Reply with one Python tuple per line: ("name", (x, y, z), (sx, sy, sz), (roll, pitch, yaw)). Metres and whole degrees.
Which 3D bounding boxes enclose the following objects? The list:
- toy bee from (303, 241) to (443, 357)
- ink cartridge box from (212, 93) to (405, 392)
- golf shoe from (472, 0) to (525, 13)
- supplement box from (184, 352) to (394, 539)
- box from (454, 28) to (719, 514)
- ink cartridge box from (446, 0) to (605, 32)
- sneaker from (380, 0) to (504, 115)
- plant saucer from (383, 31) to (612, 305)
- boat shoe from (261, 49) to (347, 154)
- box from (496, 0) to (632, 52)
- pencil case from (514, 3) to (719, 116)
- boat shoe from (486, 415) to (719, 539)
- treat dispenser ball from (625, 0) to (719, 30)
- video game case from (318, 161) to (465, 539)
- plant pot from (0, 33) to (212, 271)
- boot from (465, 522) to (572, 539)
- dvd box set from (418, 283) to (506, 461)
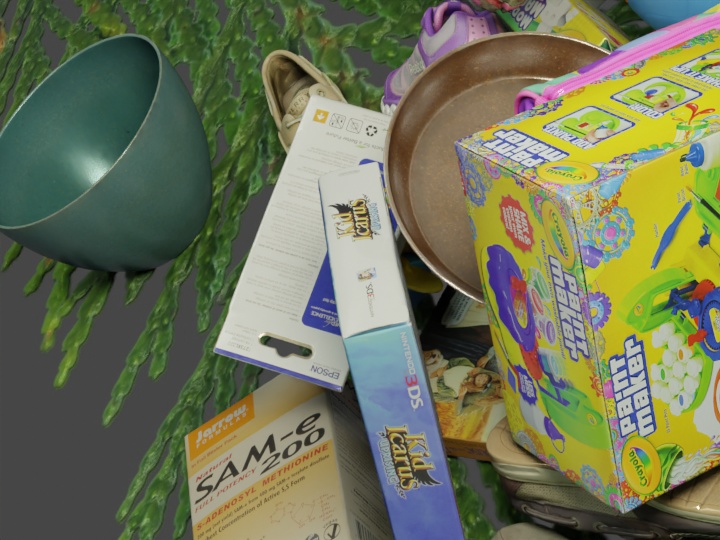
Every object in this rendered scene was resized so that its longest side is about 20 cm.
("toy bee", (0.000, 0.000, 1.589), (0.130, 0.108, 0.202), (12, 86, 36))
("ink cartridge box", (-0.021, -0.017, 1.538), (0.094, 0.037, 0.201), (16, 68, 12))
("golf shoe", (0.138, -0.263, 1.573), (0.092, 0.072, 0.201), (-40, 18, 49))
("supplement box", (-0.047, 0.168, 1.541), (0.126, 0.074, 0.201), (-33, 36, 17))
("box", (0.179, -0.003, 1.305), (0.192, 0.201, 0.122), (-24, 28, -22))
("ink cartridge box", (0.135, -0.288, 1.748), (0.200, 0.145, 0.145), (-43, 34, 2))
("sneaker", (0.066, -0.155, 1.688), (0.080, 0.089, 0.200), (-8, 5, -14))
("plant saucer", (0.111, -0.056, 1.425), (0.035, 0.199, 0.201), (102, -167, -65))
("boat shoe", (-0.035, -0.114, 1.822), (0.072, 0.065, 0.200), (-39, 35, 9))
("box", (0.168, -0.148, 1.595), (0.048, 0.117, 0.200), (-52, 33, 11))
("pencil case", (0.193, -0.114, 1.396), (0.199, 0.089, 0.088), (-28, 31, -17))
("boat shoe", (0.171, 0.130, 1.358), (0.199, 0.065, 0.072), (7, 44, 27))
("treat dispenser ball", (0.255, -0.247, 1.531), (0.200, 0.201, 0.202), (-28, 38, 24))
("video game case", (0.020, 0.066, 1.398), (0.045, 0.201, 0.182), (-14, 33, 1))
("plant pot", (-0.200, -0.078, 1.898), (0.199, 0.135, 0.201), (-28, 39, 25))
("boot", (0.096, 0.189, 1.318), (0.068, 0.131, 0.200), (-39, 35, 9))
("dvd box set", (0.112, 0.061, 1.519), (0.199, 0.029, 0.147), (5, 58, 49))
